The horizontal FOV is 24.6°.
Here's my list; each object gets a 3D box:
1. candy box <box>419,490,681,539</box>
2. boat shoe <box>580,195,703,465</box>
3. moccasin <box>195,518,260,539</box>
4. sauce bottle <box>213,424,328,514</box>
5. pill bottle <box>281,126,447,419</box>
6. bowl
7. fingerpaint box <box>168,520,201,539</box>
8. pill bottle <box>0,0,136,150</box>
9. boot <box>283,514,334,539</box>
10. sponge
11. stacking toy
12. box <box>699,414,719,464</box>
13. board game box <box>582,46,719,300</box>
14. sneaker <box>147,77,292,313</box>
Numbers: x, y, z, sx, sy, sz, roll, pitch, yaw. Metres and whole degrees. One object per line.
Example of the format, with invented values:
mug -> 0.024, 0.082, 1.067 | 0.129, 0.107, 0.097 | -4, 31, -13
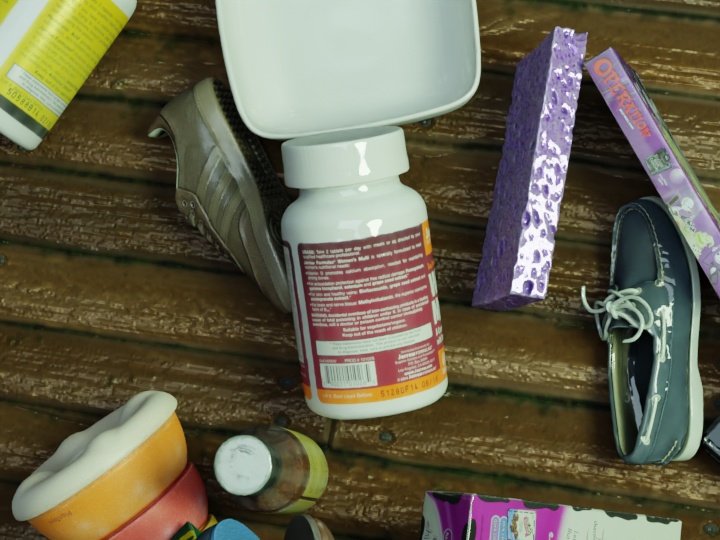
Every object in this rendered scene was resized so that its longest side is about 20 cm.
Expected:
candy box -> 0.131, 0.232, 1.162 | 0.199, 0.061, 0.137 | 12, 80, -32
boat shoe -> 0.208, 0.044, 1.227 | 0.062, 0.075, 0.201 | -1, 87, -30
moccasin -> -0.069, 0.266, 1.087 | 0.068, 0.080, 0.201 | -30, 80, 30
sauce bottle -> -0.065, 0.141, 1.182 | 0.066, 0.200, 0.066 | -1, 79, 6
pill bottle -> 0.000, 0.000, 1.214 | 0.109, 0.110, 0.201 | -6, 100, 5
bowl -> -0.009, -0.200, 1.290 | 0.198, 0.075, 0.201 | -9, 82, 5
fingerpaint box -> -0.107, 0.312, 1.182 | 0.167, 0.073, 0.200 | -45, 109, -2
pill bottle -> -0.246, -0.204, 1.298 | 0.111, 0.111, 0.200 | 35, 87, 10
boot -> 0.048, 0.238, 1.173 | 0.199, 0.064, 0.188 | -14, 100, -29
sponge -> 0.127, -0.073, 1.236 | 0.030, 0.112, 0.201 | 11, 83, -9
stacking toy -> -0.152, 0.206, 1.238 | 0.146, 0.146, 0.200 | -34, 98, 0
box -> 0.373, 0.105, 1.215 | 0.161, 0.049, 0.200 | 42, 86, 9
board game box -> 0.233, -0.066, 1.219 | 0.032, 0.120, 0.201 | -31, 80, 18
sneaker -> -0.101, -0.048, 1.292 | 0.075, 0.070, 0.201 | -28, 76, 21
